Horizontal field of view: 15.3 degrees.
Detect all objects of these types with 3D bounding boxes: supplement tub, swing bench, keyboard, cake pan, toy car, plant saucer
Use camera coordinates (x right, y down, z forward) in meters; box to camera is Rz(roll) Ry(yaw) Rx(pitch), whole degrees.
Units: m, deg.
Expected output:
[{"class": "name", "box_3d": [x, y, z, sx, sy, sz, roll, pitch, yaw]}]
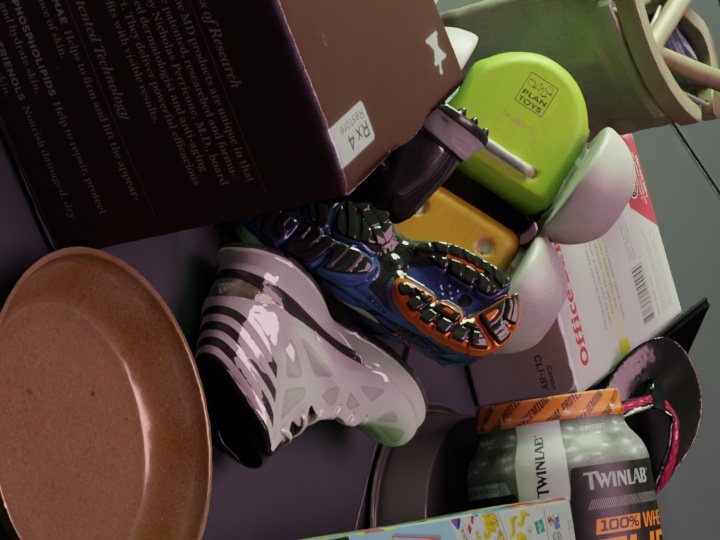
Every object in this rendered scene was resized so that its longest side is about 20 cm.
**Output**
[{"class": "supplement tub", "box_3d": [0.136, 0.182, 1.735, 0.122, 0.122, 0.201, -2, 82, -59]}, {"class": "swing bench", "box_3d": [0.149, -0.144, 1.864, 0.200, 0.198, 0.130, -25, 101, -58]}, {"class": "keyboard", "box_3d": [0.185, 0.085, 1.973, 0.200, 0.040, 0.104, -31, 149, -49]}, {"class": "cake pan", "box_3d": [0.073, 0.185, 1.786, 0.200, 0.037, 0.201, 26, 59, -53]}, {"class": "toy car", "box_3d": [0.069, -0.049, 1.745, 0.200, 0.175, 0.150, -58, -178, -5]}, {"class": "plant saucer", "box_3d": [-0.151, 0.089, 1.449, 0.200, 0.035, 0.201, 27, 58, -54]}]

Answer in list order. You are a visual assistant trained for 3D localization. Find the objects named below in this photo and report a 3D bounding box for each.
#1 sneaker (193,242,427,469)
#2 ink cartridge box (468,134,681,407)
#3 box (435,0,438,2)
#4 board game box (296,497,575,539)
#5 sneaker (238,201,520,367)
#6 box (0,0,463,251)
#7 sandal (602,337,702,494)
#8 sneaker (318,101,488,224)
[{"class": "sneaker", "box_3d": [-0.041, 0.081, 1.621, 0.200, 0.075, 0.116, 44, 58, -41]}, {"class": "ink cartridge box", "box_3d": [0.141, -0.002, 1.916, 0.200, 0.083, 0.146, -30, 106, -59]}, {"class": "box", "box_3d": [0.008, -0.162, 1.752, 0.200, 0.039, 0.042, -56, 131, -48]}, {"class": "board game box", "box_3d": [0.033, 0.203, 1.612, 0.200, 0.103, 0.105, -3, 83, -47]}, {"class": "sneaker", "box_3d": [0.000, 0.000, 1.636, 0.200, 0.078, 0.075, 36, 62, 7]}, {"class": "box", "box_3d": [-0.083, -0.127, 1.475, 0.166, 0.199, 0.165, -46, 119, -55]}, {"class": "sandal", "box_3d": [0.184, 0.130, 1.839, 0.075, 0.045, 0.200, 34, 63, -2]}, {"class": "sneaker", "box_3d": [-0.015, -0.089, 1.595, 0.091, 0.200, 0.066, -55, 137, -1]}]
